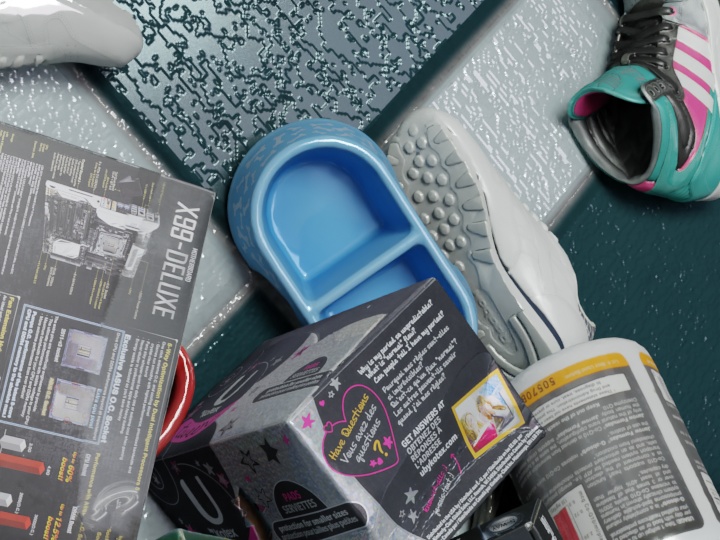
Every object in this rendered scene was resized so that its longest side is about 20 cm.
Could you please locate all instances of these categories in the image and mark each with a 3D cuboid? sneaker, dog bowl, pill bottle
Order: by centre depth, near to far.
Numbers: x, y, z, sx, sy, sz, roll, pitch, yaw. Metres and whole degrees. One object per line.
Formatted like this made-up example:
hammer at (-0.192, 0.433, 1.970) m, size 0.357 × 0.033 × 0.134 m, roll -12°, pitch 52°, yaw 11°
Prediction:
sneaker at (-0.223, -0.144, 1.050) m, size 0.198 × 0.076 × 0.081 m, roll 16°, pitch 82°, yaw -23°
pill bottle at (0.165, 0.152, 1.126) m, size 0.115 × 0.117 × 0.201 m, roll -3°, pitch 57°, yaw -32°
dog bowl at (0.000, 0.000, 1.131) m, size 0.111 × 0.050 × 0.201 m, roll -34°, pitch 99°, yaw -5°
sneaker at (0.087, -0.019, 1.202) m, size 0.080 × 0.076 × 0.201 m, roll -36°, pitch 104°, yaw -43°
sneaker at (0.196, -0.144, 1.295) m, size 0.120 × 0.083 × 0.202 m, roll -8°, pitch 84°, yaw -42°

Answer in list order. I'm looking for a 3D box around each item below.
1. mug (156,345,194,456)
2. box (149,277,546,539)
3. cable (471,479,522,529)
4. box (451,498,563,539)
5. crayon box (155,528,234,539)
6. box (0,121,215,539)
mug at (-0.198, 0.060, 0.959) m, size 0.201 × 0.176 × 0.134 m, roll -61°, pitch 154°, yaw -22°
box at (-0.019, 0.102, 1.033) m, size 0.132 × 0.200 × 0.115 m, roll -42°, pitch 100°, yaw -32°
cable at (0.073, 0.190, 1.156) m, size 0.200 × 0.050 × 0.097 m, roll -38°, pitch 94°, yaw -31°
box at (0.053, 0.247, 1.059) m, size 0.161 × 0.199 × 0.044 m, roll 62°, pitch 16°, yaw -5°
crayon box at (-0.128, 0.202, 0.941) m, size 0.125 × 0.199 × 0.052 m, roll 25°, pitch 39°, yaw -57°
box at (-0.168, 0.035, 0.898) m, size 0.157 × 0.050 × 0.202 m, roll 16°, pitch 81°, yaw -32°
